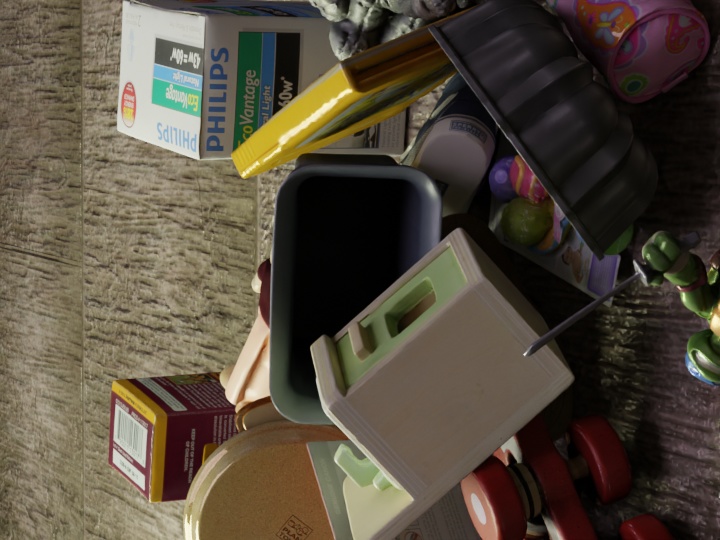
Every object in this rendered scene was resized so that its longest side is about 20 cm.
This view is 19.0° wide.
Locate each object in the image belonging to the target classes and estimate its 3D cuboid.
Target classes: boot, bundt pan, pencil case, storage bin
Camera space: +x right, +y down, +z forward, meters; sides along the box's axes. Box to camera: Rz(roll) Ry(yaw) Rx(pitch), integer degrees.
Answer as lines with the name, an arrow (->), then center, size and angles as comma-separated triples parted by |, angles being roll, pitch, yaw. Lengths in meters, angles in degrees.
boot -> 0.065, -0.079, 1.741 | 0.200, 0.072, 0.091 | -54, 11, 50
bundt pan -> 0.134, -0.110, 1.480 | 0.076, 0.202, 0.202 | -37, 46, 6
boot -> 0.090, 0.076, 1.707 | 0.201, 0.072, 0.156 | 63, 151, 22
pencil case -> 0.171, -0.207, 1.523 | 0.201, 0.087, 0.088 | 61, 142, 43
storage bin -> 0.000, 0.000, 1.654 | 0.134, 0.144, 0.202 | -105, 16, -72

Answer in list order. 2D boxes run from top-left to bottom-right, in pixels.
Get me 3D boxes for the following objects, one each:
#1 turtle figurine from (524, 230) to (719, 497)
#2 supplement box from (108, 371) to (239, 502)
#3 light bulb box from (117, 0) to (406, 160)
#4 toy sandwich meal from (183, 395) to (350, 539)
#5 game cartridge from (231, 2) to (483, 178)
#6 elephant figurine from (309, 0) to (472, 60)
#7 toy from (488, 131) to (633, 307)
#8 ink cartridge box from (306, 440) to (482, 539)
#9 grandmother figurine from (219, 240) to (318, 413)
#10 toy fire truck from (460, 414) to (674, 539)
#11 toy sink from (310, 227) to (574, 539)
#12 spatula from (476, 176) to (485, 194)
turtle figurine -> 0.245, 0.020, 1.305 | 0.144, 0.199, 0.195 | 50, 127, 28
supplement box -> -0.121, 0.149, 1.978 | 0.110, 0.198, 0.086 | 29, 118, 59
light bulb box -> -0.088, -0.172, 1.896 | 0.198, 0.198, 0.126 | 21, 111, 60
toy sandwich meal -> -0.055, 0.197, 1.773 | 0.070, 0.203, 0.207 | -91, 8, -73
game cartridge -> 0.009, -0.137, 1.649 | 0.033, 0.176, 0.200 | 61, 147, 4
elephant figurine -> 0.051, -0.247, 1.702 | 0.156, 0.141, 0.200 | 65, 154, 11
toy -> 0.136, -0.056, 1.632 | 0.200, 0.047, 0.116 | 31, 117, 58
ink cartridge box -> 0.052, 0.224, 1.675 | 0.044, 0.172, 0.201 | -56, 44, 48
grandmother figurine -> -0.068, 0.038, 1.790 | 0.121, 0.060, 0.201 | 50, 137, 35
toy fire truck -> 0.144, 0.205, 1.567 | 0.168, 0.111, 0.201 | 104, 143, -64
toy sink -> 0.036, 0.083, 1.545 | 0.200, 0.112, 0.130 | -42, 16, 8
spatula -> 0.051, -0.063, 1.826 | 0.200, 0.020, 0.057 | -35, 60, 59
